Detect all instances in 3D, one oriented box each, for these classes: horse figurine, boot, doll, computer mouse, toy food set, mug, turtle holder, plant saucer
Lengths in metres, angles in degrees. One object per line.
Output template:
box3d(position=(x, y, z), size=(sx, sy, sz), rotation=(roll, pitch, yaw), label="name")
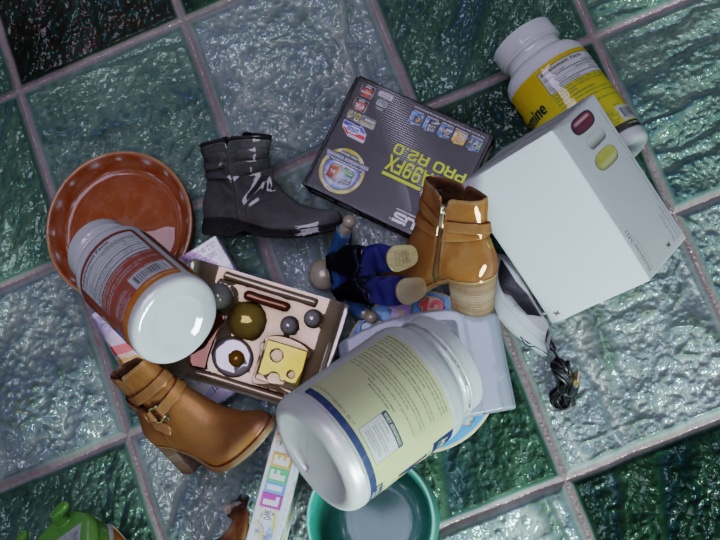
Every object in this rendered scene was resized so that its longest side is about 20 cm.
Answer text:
box3d(position=(-0.156, 0.381, 1.419), size=(0.050, 0.132, 0.202), rotation=(-23, 82, 28), label="horse figurine")
box3d(position=(0.079, -0.041, 1.425), size=(0.199, 0.074, 0.156), rotation=(14, 125, 32), label="boot")
box3d(position=(0.000, 0.000, 1.440), size=(0.048, 0.199, 0.138), rotation=(-20, 99, -32), label="doll")
box3d(position=(0.200, 0.072, 1.434), size=(0.044, 0.110, 0.201), rotation=(-28, 68, -4), label="computer mouse")
box3d(position=(-0.128, 0.082, 1.438), size=(0.198, 0.060, 0.145), rotation=(17, 88, 2), label="toy food set")
box3d(position=(-0.116, -0.109, 1.497), size=(0.198, 0.070, 0.133), rotation=(2, 95, 17), label="boot")
box3d(position=(-0.197, 0.155, 1.384), size=(0.156, 0.199, 0.077), rotation=(55, 52, -14), label="boot")
box3d(position=(0.018, 0.278, 1.405), size=(0.150, 0.114, 0.187), rotation=(-3, 78, 8), label="mug")
box3d(position=(-0.348, 0.384, 1.424), size=(0.186, 0.131, 0.141), rotation=(-54, 33, -3), label="turtle holder")
box3d(position=(-0.313, -0.056, 1.562), size=(0.198, 0.032, 0.202), rotation=(-1, 80, 8), label="plant saucer")

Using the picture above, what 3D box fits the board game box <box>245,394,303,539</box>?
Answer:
box3d(position=(-0.095, 0.262, 1.387), size=(0.034, 0.135, 0.202), rotation=(13, 65, 4), label="board game box")

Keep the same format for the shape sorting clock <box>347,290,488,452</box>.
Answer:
box3d(position=(0.073, 0.124, 1.466), size=(0.198, 0.039, 0.202), rotation=(-2, 78, 8), label="shape sorting clock")

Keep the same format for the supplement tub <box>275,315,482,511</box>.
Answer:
box3d(position=(0.023, 0.153, 1.312), size=(0.199, 0.145, 0.145), rotation=(-33, 75, -25), label="supplement tub")

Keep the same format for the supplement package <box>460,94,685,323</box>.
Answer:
box3d(position=(0.245, -0.069, 1.376), size=(0.201, 0.155, 0.111), rotation=(55, 47, -5), label="supplement package")

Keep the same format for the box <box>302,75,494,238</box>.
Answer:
box3d(position=(0.050, -0.135, 1.517), size=(0.199, 0.044, 0.161), rotation=(26, 83, 13), label="box")

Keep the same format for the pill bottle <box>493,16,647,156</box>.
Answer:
box3d(position=(0.253, -0.208, 1.467), size=(0.112, 0.112, 0.201), rotation=(-33, 75, 1), label="pill bottle")

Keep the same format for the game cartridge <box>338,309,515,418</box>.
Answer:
box3d(position=(0.077, 0.118, 1.429), size=(0.198, 0.041, 0.134), rotation=(-11, 75, 0), label="game cartridge")

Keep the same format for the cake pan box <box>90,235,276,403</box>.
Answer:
box3d(position=(-0.208, 0.081, 1.496), size=(0.199, 0.052, 0.185), rotation=(-30, 88, 0), label="cake pan box")

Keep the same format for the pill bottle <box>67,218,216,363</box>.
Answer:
box3d(position=(-0.264, 0.017, 1.400), size=(0.112, 0.112, 0.200), rotation=(-51, 47, -4), label="pill bottle")
